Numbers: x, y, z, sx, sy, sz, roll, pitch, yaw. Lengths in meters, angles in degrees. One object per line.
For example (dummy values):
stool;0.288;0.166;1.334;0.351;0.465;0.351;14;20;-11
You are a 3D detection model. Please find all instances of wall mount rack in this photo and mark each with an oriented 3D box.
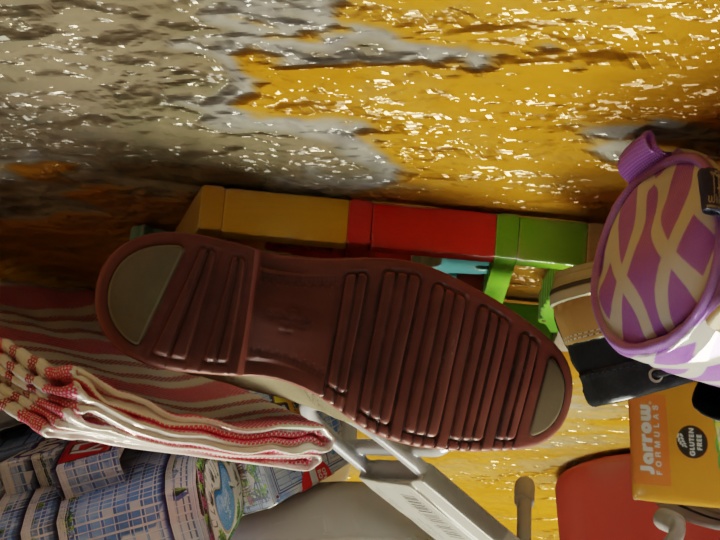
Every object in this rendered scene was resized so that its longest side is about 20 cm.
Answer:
wall mount rack;0.055;0.094;1.151;0.200;0.075;0.174;41;164;-18

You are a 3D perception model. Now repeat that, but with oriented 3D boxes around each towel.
towel;-0.121;0.032;1.074;0.146;0.030;0.200;12;-170;-43

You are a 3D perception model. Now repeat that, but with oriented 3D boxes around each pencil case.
pencil case;0.177;0.012;0.960;0.199;0.086;0.084;18;138;-31

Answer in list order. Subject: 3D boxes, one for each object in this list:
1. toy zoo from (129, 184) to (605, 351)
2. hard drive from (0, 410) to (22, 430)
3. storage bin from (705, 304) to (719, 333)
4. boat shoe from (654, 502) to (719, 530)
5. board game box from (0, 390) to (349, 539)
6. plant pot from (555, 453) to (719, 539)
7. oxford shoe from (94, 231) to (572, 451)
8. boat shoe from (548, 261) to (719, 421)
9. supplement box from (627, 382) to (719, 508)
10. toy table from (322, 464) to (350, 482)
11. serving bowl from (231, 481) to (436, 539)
toy zoo;0.000;0.000;1.084;0.199;0.021;0.131;5;162;-2
hard drive;-0.194;0.066;1.256;0.132;0.027;0.200;-16;-179;-43
storage bin;0.257;0.019;0.849;0.199;0.094;0.199;16;134;-31
boat shoe;0.234;0.083;1.196;0.201;0.075;0.086;1;163;4
board game box;-0.107;0.096;1.148;0.199;0.062;0.200;-18;-174;5
plant pot;0.204;0.210;1.434;0.199;0.178;0.201;5;163;1
oxford shoe;-0.011;0.025;1.038;0.199;0.071;0.075;18;176;-8
boat shoe;0.160;0.031;1.042;0.199;0.063;0.074;3;166;-38
supplement box;0.219;0.073;1.118;0.199;0.067;0.069;2;-167;33
toy table;-0.090;0.141;1.399;0.183;0.118;0.200;18;159;-38
serving bowl;-0.019;0.161;1.241;0.199;0.066;0.200;-5;142;-4
